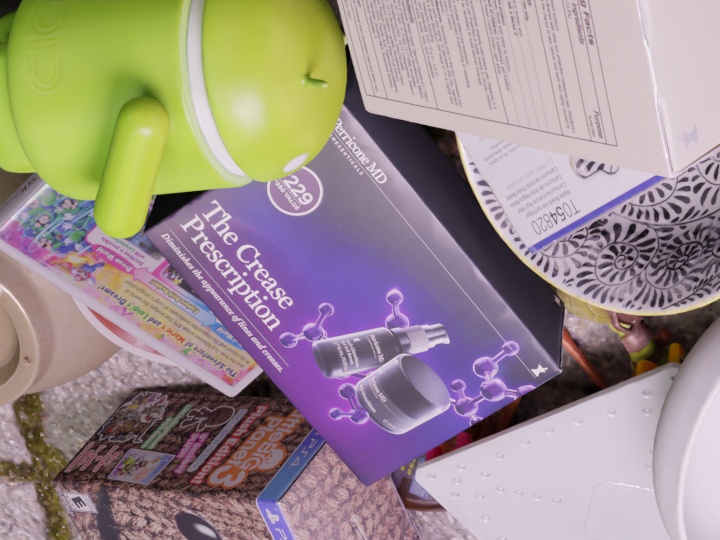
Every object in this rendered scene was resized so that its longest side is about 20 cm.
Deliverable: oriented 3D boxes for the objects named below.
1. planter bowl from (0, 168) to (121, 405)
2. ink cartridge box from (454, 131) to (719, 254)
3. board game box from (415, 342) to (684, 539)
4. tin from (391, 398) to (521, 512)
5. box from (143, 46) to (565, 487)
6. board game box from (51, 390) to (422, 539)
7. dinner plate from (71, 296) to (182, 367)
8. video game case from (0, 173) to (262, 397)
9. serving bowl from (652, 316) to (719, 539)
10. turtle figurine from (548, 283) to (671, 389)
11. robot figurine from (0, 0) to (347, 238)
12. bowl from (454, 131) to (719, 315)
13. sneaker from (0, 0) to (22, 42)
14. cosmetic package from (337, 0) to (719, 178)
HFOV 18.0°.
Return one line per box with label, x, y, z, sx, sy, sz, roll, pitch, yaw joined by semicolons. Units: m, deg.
planter bowl;-0.226;-0.001;1.405;0.199;0.135;0.201;12;129;15
ink cartridge box;0.090;-0.126;1.098;0.201;0.041;0.199;59;148;-1
board game box;0.168;0.141;1.389;0.199;0.026;0.200;-25;125;33
tin;0.045;0.067;1.407;0.111;0.042;0.201;19;131;3
box;0.000;0.000;1.250;0.141;0.079;0.200;-33;111;20
board game box;-0.072;0.172;1.467;0.199;0.097;0.160;0;126;39
dinner plate;-0.081;-0.027;1.351;0.199;0.024;0.201;-9;128;-11
video game case;-0.083;-0.031;1.314;0.182;0.024;0.200;-41;126;19
serving bowl;0.236;0.081;1.267;0.066;0.199;0.201;37;146;48
turtle figurine;0.148;-0.008;1.289;0.161;0.065;0.201;-16;117;31
robot figurine;-0.096;-0.097;1.139;0.199;0.176;0.116;-4;117;22
bowl;0.156;-0.086;1.189;0.200;0.094;0.202;14;115;32
sneaker;-0.183;-0.123;1.260;0.079;0.200;0.074;12;117;3
cosmetic package;0.080;-0.115;1.013;0.199;0.071;0.106;18;130;46
